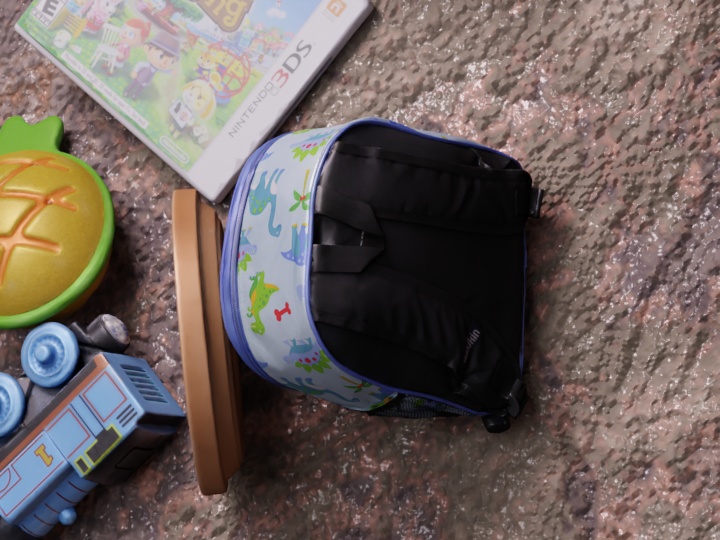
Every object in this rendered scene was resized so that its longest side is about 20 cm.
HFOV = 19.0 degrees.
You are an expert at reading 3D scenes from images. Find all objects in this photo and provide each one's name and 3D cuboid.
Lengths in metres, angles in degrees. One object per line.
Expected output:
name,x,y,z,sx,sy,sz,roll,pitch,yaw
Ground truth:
plant saucer,-0.099,0.046,1.415,0.032,0.200,0.202,-6,73,-2
backpack,0.000,0.000,1.365,0.146,0.199,0.185,-4,77,43
toy train,-0.223,0.123,1.516,0.200,0.087,0.114,-44,69,11
maraca,-0.247,-0.037,1.556,0.136,0.107,0.201,-28,48,-1
video game case,-0.121,-0.181,1.536,0.200,0.022,0.182,41,97,9
